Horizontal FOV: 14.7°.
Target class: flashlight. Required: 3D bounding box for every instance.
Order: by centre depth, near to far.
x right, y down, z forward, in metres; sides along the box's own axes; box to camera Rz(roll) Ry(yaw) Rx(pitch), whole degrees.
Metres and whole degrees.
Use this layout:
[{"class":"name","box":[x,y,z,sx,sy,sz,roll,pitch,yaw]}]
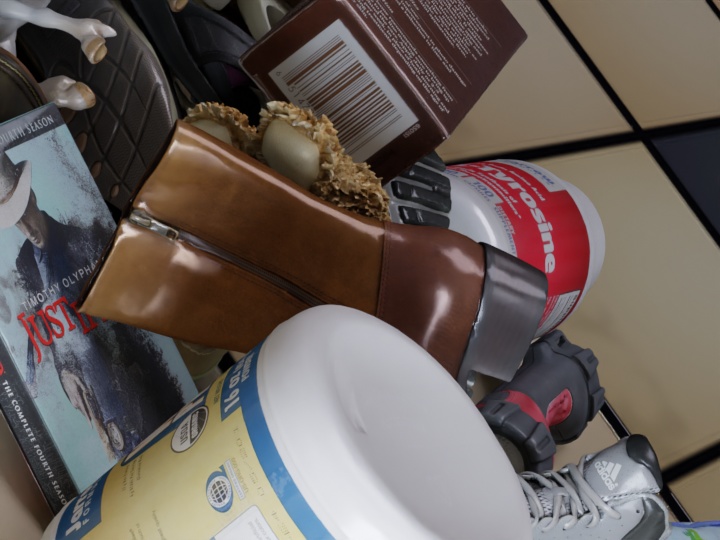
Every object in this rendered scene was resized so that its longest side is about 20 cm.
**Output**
[{"class":"flashlight","box":[0.099,0.092,1.620,0.068,0.068,0.200,33,17,10]}]

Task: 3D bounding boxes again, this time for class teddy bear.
[{"class":"teddy bear","box":[-0.012,-0.017,1.373,0.200,0.145,0.067,43,53,-24]}]

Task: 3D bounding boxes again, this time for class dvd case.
[{"class":"dvd case","box":[-0.136,0.027,1.294,0.201,0.022,0.146,63,24,-3]}]

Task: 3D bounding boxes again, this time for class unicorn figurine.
[{"class":"unicorn figurine","box":[-0.176,-0.147,1.417,0.137,0.074,0.200,30,41,15]}]

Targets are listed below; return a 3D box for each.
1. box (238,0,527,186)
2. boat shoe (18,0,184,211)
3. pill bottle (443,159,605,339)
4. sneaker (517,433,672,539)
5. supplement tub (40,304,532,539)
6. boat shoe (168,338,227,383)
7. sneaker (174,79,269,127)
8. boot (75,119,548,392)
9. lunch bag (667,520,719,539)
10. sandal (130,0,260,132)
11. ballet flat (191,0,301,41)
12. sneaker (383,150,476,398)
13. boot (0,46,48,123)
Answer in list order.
[{"class":"box","box":[0.015,-0.120,1.489,0.100,0.075,0.200,52,26,-6]},{"class":"boat shoe","box":[-0.129,-0.111,1.499,0.073,0.074,0.200,13,45,-53]},{"class":"pill bottle","box":[0.071,-0.008,1.650,0.112,0.112,0.200,55,24,11]},{"class":"sneaker","box":[0.093,0.113,1.449,0.200,0.115,0.075,29,31,-47]},{"class":"supplement tub","box":[-0.044,0.125,1.148,0.145,0.200,0.145,40,25,-23]},{"class":"boat shoe","box":[-0.073,-0.003,1.452,0.073,0.063,0.201,49,24,-4]},{"class":"sneaker","box":[-0.097,-0.144,1.609,0.200,0.074,0.087,46,29,-8]},{"class":"boot","box":[-0.036,0.048,1.297,0.199,0.189,0.069,20,22,-15]},{"class":"lunch bag","box":[0.205,0.224,1.591,0.200,0.082,0.161,10,48,-54]},{"class":"sandal","box":[-0.074,-0.116,1.474,0.201,0.048,0.075,57,9,12]},{"class":"ballet flat","box":[-0.061,-0.154,1.558,0.200,0.069,0.071,37,28,-26]},{"class":"sneaker","box":[0.000,0.000,1.522,0.078,0.090,0.201,14,58,-36]},{"class":"boot","box":[-0.216,-0.066,1.322,0.200,0.074,0.097,29,55,-57]}]
